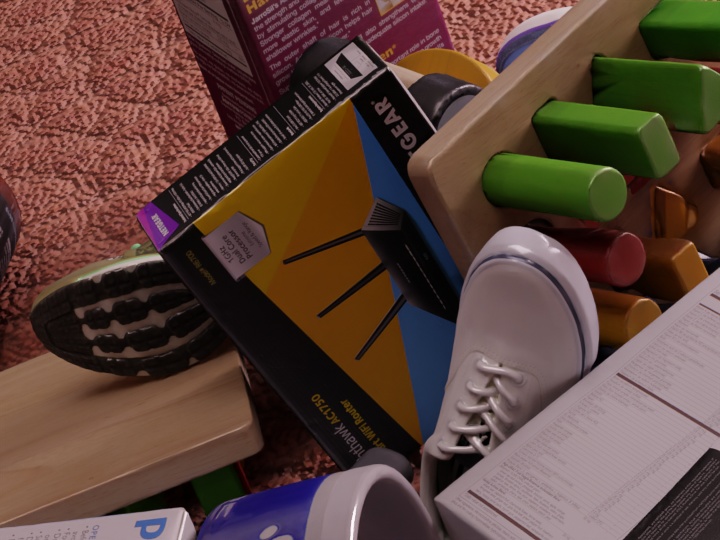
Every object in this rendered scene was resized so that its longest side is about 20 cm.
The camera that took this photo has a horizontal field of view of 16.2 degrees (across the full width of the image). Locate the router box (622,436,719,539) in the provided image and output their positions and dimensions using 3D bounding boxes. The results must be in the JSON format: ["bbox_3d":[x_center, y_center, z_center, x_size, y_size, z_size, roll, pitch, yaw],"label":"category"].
[{"bbox_3d":[0.169,0.158,1.133,0.051,0.150,0.200,23,55,42],"label":"router box"}]

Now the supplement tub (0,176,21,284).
[{"bbox_3d":[-0.282,0.021,1.548,0.106,0.107,0.200,-6,40,19],"label":"supplement tub"}]

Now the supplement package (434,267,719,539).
[{"bbox_3d":[0.156,0.110,1.228,0.200,0.110,0.114,-37,40,-18],"label":"supplement package"}]

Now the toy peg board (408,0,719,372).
[{"bbox_3d":[0.158,-0.031,1.299,0.200,0.200,0.098,-43,29,-25],"label":"toy peg board"}]

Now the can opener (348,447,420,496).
[{"bbox_3d":[-0.049,0.167,1.307,0.067,0.053,0.200,17,51,38],"label":"can opener"}]

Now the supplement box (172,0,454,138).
[{"bbox_3d":[-0.025,-0.138,1.542,0.131,0.201,0.103,-34,40,-18],"label":"supplement box"}]

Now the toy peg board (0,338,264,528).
[{"bbox_3d":[-0.144,0.120,1.398,0.199,0.098,0.199,-21,22,0],"label":"toy peg board"}]

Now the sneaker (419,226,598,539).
[{"bbox_3d":[0.071,0.068,1.256,0.073,0.201,0.071,19,45,16],"label":"sneaker"}]

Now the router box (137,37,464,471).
[{"bbox_3d":[0.000,0.000,1.331,0.149,0.200,0.051,-39,33,0],"label":"router box"}]

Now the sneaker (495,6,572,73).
[{"bbox_3d":[0.144,-0.080,1.485,0.199,0.081,0.147,12,44,28],"label":"sneaker"}]

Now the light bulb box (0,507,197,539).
[{"bbox_3d":[-0.149,0.226,1.166,0.199,0.199,0.125,-7,41,16],"label":"light bulb box"}]

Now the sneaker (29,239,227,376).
[{"bbox_3d":[-0.088,-0.007,1.394,0.199,0.077,0.089,-20,33,-8],"label":"sneaker"}]

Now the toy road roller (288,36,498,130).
[{"bbox_3d":[0.028,-0.031,1.479,0.123,0.146,0.201,23,93,42],"label":"toy road roller"}]

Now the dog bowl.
[{"bbox_3d":[-0.006,0.192,1.136,0.078,0.201,0.201,-13,38,15],"label":"dog bowl"}]
